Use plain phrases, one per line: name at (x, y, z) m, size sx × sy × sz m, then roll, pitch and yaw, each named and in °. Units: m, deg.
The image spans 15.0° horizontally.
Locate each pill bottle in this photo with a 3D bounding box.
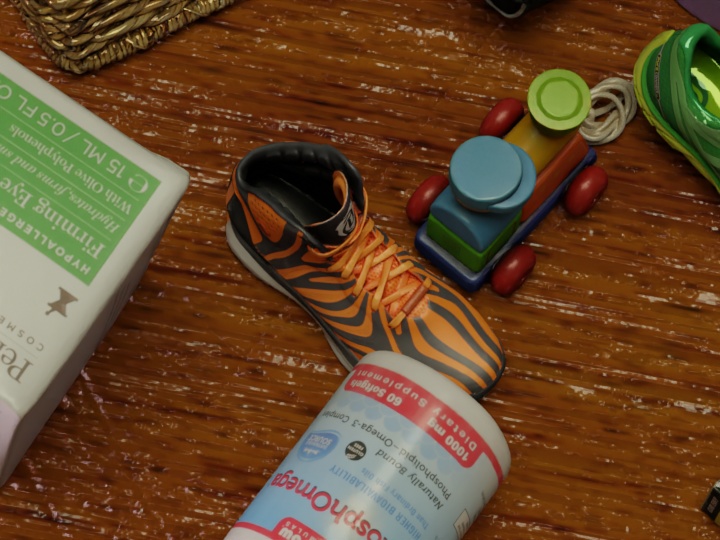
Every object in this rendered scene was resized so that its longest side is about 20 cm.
pill bottle at (-0.011, 0.152, 1.531) m, size 0.108 × 0.109 × 0.200 m, roll 34°, pitch 70°, yaw 10°

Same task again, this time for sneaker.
sneaker at (0.000, 0.000, 1.590) m, size 0.199 × 0.112 × 0.078 m, roll 34°, pitch 70°, yaw 10°
sneaker at (0.249, -0.070, 1.642) m, size 0.200 × 0.084 × 0.074 m, roll 41°, pitch 68°, yaw -1°

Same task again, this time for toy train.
toy train at (0.116, -0.087, 1.630) m, size 0.085 × 0.116 × 0.200 m, roll 40°, pitch 71°, yaw 11°

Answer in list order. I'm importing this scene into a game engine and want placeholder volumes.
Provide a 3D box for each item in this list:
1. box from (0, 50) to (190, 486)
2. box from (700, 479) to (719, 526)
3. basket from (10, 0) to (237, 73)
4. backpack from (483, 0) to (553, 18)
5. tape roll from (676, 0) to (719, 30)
box at (-0.230, -0.015, 1.523) m, size 0.198 × 0.200 × 0.172 m, roll 34°, pitch 71°, yaw -1°
box at (0.295, 0.174, 1.573) m, size 0.200 × 0.050 × 0.075 m, roll 42°, pitch 72°, yaw 13°
basket at (-0.145, -0.242, 1.706) m, size 0.199 × 0.150 × 0.143 m, roll -29°, pitch 40°, yaw -14°
backpack at (0.079, -0.281, 1.677) m, size 0.200 × 0.178 × 0.150 m, roll 38°, pitch 49°, yaw 16°
tape roll at (0.274, -0.245, 1.731) m, size 0.199 × 0.066 × 0.201 m, roll 2°, pitch 68°, yaw -4°
